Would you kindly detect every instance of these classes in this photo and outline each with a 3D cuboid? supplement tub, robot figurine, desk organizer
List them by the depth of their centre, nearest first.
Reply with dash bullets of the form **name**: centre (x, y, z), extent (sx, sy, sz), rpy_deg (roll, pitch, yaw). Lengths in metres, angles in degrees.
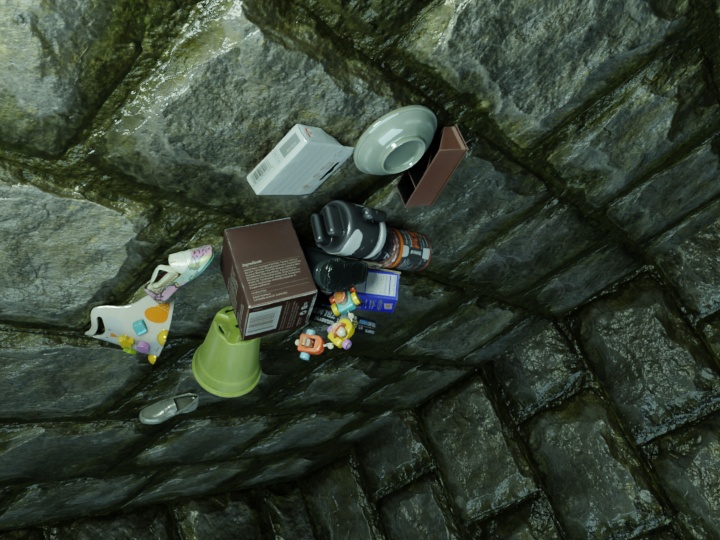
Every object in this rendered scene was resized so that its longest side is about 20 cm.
- **desk organizer**: centre (0.158, -0.232, 1.455), extent (0.075, 0.073, 0.201), rpy_deg (-7, 150, -27)
- **robot figurine**: centre (-0.026, -0.096, 1.497), extent (0.198, 0.149, 0.128), rpy_deg (8, 100, -48)
- **supplement tub**: centre (0.096, -0.057, 1.698), extent (0.197, 0.109, 0.107), rpy_deg (4, 144, -47)

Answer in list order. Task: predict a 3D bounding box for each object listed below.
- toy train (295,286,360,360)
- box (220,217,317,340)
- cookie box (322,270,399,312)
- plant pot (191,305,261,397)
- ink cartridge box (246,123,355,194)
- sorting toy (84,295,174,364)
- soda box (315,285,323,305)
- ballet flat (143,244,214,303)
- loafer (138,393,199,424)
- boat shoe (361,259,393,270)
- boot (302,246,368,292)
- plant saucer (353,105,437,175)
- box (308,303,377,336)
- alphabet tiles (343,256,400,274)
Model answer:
- **toy train**: centre (-0.080, 0.112, 1.502), extent (0.147, 0.204, 0.056), rpy_deg (8, 160, 28)
- **box**: centre (-0.213, 0.020, 1.457), extent (0.161, 0.203, 0.167), rpy_deg (-12, 154, -22)
- **cookie box**: centre (0.001, 0.053, 1.720), extent (0.194, 0.077, 0.172), rpy_deg (7, 164, 0)
- **plant pot**: centre (-0.347, 0.205, 1.740), extent (0.196, 0.202, 0.186), rpy_deg (-7, 139, -32)
- **ink cartridge box**: centre (-0.113, -0.220, 1.293), extent (0.161, 0.051, 0.199), rpy_deg (-39, 169, 27)
- **sorting toy**: centre (-0.561, 0.140, 1.536), extent (0.176, 0.109, 0.201), rpy_deg (13, 140, -24)
- **soda box**: centre (-0.140, 0.060, 1.763), extent (0.066, 0.065, 0.201), rpy_deg (-18, 155, -13)
- **ballet flat**: centre (-0.411, 0.002, 1.420), extent (0.198, 0.070, 0.071), rpy_deg (-36, 133, 24)
- **loafer**: centre (-0.619, 0.442, 2.080), extent (0.197, 0.071, 0.070), rpy_deg (-15, 150, -38)
- **boat shoe**: centre (0.014, -0.023, 1.741), extent (0.196, 0.063, 0.075), rpy_deg (-2, 150, -32)
- **boot**: centre (-0.096, -0.006, 1.502), extent (0.165, 0.079, 0.198), rpy_deg (12, -170, 31)
- **plant saucer**: centre (0.082, -0.258, 1.351), extent (0.196, 0.051, 0.201), rpy_deg (-23, 157, -10)
- **box**: centre (-0.084, 0.119, 1.659), extent (0.196, 0.051, 0.198), rpy_deg (13, 173, 31)
- **alphabet tiles**: centre (0.000, 0.000, 1.694), extent (0.195, 0.008, 0.167), rpy_deg (11, 163, -16)
